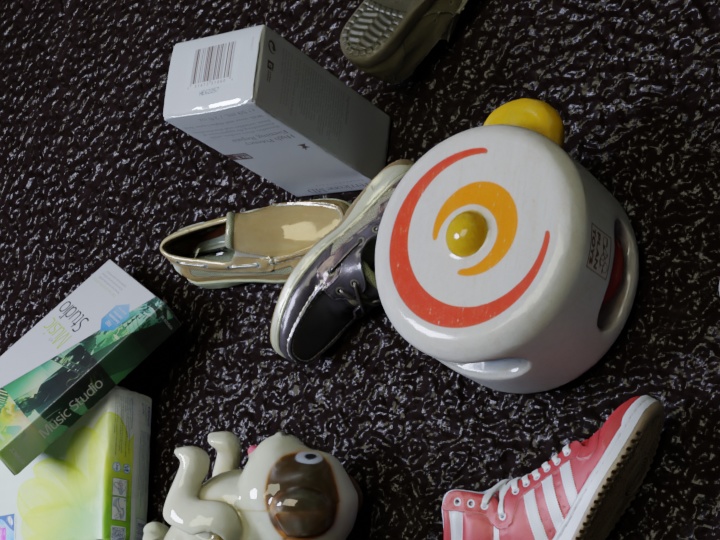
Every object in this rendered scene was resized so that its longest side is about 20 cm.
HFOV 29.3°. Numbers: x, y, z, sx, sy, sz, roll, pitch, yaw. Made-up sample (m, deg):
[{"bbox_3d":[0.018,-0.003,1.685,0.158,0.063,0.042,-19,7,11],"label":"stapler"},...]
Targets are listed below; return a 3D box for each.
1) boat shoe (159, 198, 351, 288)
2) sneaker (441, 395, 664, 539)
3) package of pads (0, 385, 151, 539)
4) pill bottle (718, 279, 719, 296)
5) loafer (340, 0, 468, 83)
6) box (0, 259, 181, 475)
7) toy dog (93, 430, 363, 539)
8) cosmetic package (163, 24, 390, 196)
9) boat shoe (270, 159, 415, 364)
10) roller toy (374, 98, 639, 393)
[{"bbox_3d":[-0.094,-0.026,1.234,0.198,0.076,0.073,-16,64,30],"label":"boat shoe"},{"bbox_3d":[0.133,0.160,1.007,0.112,0.071,0.202,34,95,35],"label":"sneaker"},{"bbox_3d":[-0.284,0.196,1.291,0.198,0.068,0.157,-13,67,30],"label":"package of pads"},{"bbox_3d":[0.322,0.067,0.881,0.114,0.114,0.202,-34,57,20],"label":"pill bottle"},{"bbox_3d":[0.061,-0.247,1.218,0.200,0.068,0.076,-46,55,-7],"label":"loafer"},{"bbox_3d":[-0.274,0.085,1.279,0.200,0.036,0.144,-44,33,-12],"label":"box"},{"bbox_3d":[-0.092,0.217,1.106,0.200,0.139,0.195,-42,67,15],"label":"toy dog"},{"bbox_3d":[-0.067,-0.130,1.175,0.100,0.199,0.075,-5,69,34],"label":"cosmetic package"},{"bbox_3d":[0.000,0.000,1.162,0.201,0.072,0.065,-51,46,1],"label":"boat shoe"},{"bbox_3d":[0.109,-0.011,1.044,0.200,0.139,0.183,-43,54,14],"label":"roller toy"}]
